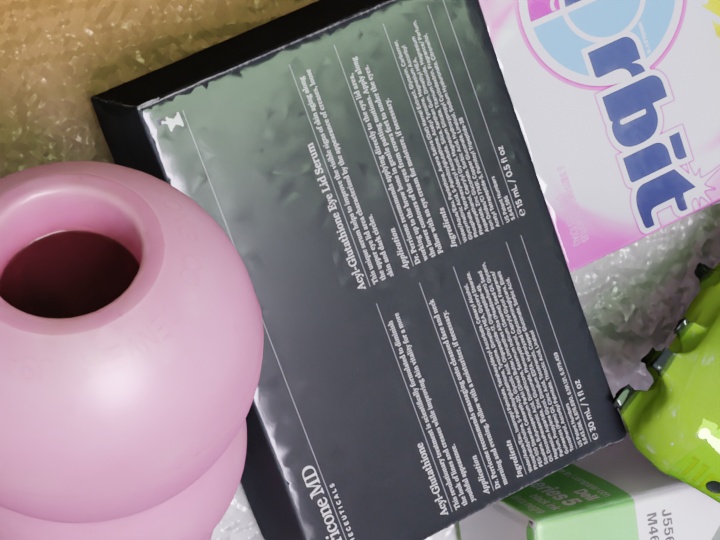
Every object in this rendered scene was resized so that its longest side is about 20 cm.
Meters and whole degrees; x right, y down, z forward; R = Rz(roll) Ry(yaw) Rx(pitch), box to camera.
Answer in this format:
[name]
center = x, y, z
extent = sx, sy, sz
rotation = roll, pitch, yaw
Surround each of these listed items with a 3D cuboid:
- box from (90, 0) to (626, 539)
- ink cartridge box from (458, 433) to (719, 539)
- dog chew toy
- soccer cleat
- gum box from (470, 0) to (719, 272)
[box]
center = 0.000, 0.000, 0.840
extent = 0.141, 0.079, 0.201
rotation = -25, 106, -19
[ink cartridge box]
center = 0.152, 0.142, 0.912
extent = 0.199, 0.084, 0.146
rotation = -12, 102, -20
[dog chew toy]
center = -0.095, 0.054, 0.767
extent = 0.124, 0.125, 0.200
rotation = -23, 147, -17
[soccer cleat]
center = 0.175, 0.022, 0.883
extent = 0.081, 0.068, 0.200
rotation = 40, 52, 0
[gum box]
center = 0.090, -0.105, 0.866
extent = 0.113, 0.066, 0.201
rotation = -25, 105, -15
